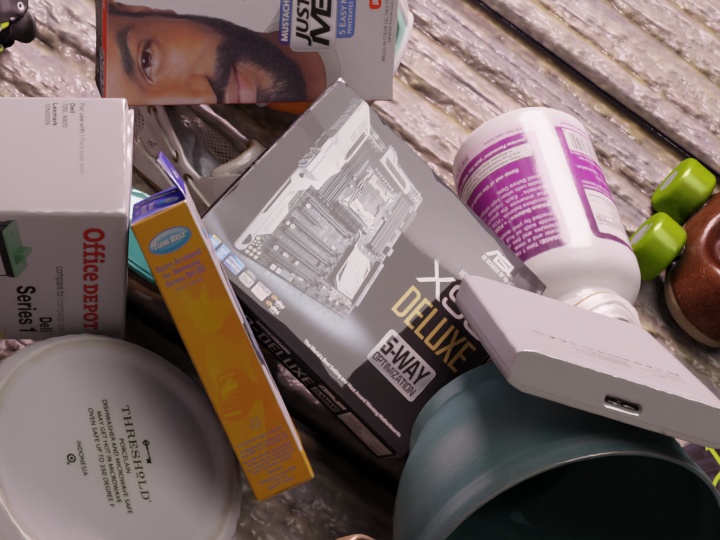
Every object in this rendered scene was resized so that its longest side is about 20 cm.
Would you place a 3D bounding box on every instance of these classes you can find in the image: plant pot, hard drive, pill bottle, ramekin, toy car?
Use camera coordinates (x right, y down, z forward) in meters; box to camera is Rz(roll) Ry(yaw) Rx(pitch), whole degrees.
[{"bbox_3d":[0.104,0.139,1.074,0.200,0.201,0.134,10,34,-28],"label":"plant pot"},{"bbox_3d":[0.134,0.051,1.048,0.132,0.026,0.200,17,9,-8],"label":"hard drive"},{"bbox_3d":[0.144,-0.015,1.310,0.112,0.112,0.200,8,49,-29],"label":"pill bottle"},{"bbox_3d":[-0.163,0.129,1.038,0.202,0.094,0.203,17,53,-23],"label":"ramekin"},{"bbox_3d":[0.341,-0.035,1.407,0.164,0.200,0.158,40,47,-5],"label":"toy car"}]

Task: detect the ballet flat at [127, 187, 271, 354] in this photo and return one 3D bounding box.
[{"bbox_3d":[-0.114,0.007,1.173,0.200,0.065,0.071,29,54,-12],"label":"ballet flat"}]

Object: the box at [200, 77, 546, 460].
[{"bbox_3d":[0.000,0.000,1.148,0.200,0.050,0.158,46,71,-6],"label":"box"}]

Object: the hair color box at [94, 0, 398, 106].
[{"bbox_3d":[-0.077,-0.172,1.179,0.200,0.111,0.064,-3,24,-14],"label":"hair color box"}]

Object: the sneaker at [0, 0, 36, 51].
[{"bbox_3d":[-0.259,-0.176,1.194,0.083,0.072,0.200,27,49,-17],"label":"sneaker"}]

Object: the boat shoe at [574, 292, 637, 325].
[{"bbox_3d":[0.186,0.102,1.215,0.071,0.200,0.069,-29,41,-9],"label":"boat shoe"}]

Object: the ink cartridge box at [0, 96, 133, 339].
[{"bbox_3d":[-0.233,-0.028,1.020,0.199,0.145,0.084,0,58,-9],"label":"ink cartridge box"}]

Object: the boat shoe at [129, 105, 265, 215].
[{"bbox_3d":[-0.091,-0.061,1.229,0.200,0.069,0.071,42,47,-2],"label":"boat shoe"}]

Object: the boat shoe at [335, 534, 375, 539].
[{"bbox_3d":[0.040,0.250,1.108,0.200,0.069,0.074,46,47,2],"label":"boat shoe"}]

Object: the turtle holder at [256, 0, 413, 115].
[{"bbox_3d":[-0.032,-0.200,1.311,0.132,0.141,0.186,25,50,-16],"label":"turtle holder"}]

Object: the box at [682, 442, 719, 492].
[{"bbox_3d":[0.335,0.201,1.359,0.143,0.036,0.200,-24,77,-41],"label":"box"}]

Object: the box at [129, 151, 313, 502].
[{"bbox_3d":[-0.088,0.029,1.035,0.041,0.119,0.200,-26,99,-3],"label":"box"}]

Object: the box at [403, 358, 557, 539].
[{"bbox_3d":[0.077,0.104,1.210,0.100,0.075,0.200,-27,78,-16],"label":"box"}]
